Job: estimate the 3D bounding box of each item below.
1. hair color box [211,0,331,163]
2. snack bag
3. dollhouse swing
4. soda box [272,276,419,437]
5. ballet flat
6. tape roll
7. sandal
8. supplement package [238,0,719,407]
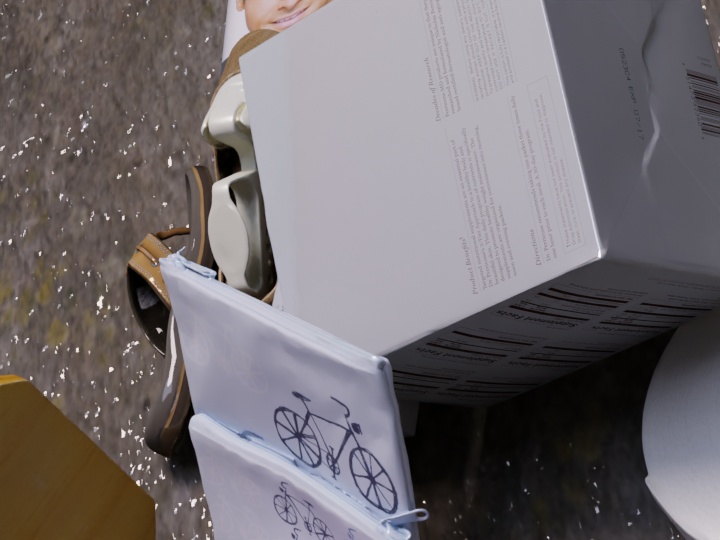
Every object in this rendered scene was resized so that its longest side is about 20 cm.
[{"bbox_3d":[-0.033,-0.140,1.472,0.099,0.061,0.200,-19,44,23],"label":"hair color box"},{"bbox_3d":[-0.032,0.102,1.162,0.021,0.200,0.188,-27,32,-31],"label":"snack bag"},{"bbox_3d":[-0.243,0.162,1.250,0.181,0.200,0.176,-2,54,36],"label":"dollhouse swing"},{"bbox_3d":[0.000,0.000,1.280,0.068,0.063,0.200,-15,47,30],"label":"soda box"},{"bbox_3d":[-0.064,-0.053,1.349,0.068,0.072,0.200,-7,77,28],"label":"ballet flat"},{"bbox_3d":[0.231,0.064,1.105,0.202,0.037,0.203,-20,44,21],"label":"tape roll"},{"bbox_3d":[-0.116,0.019,1.374,0.054,0.082,0.200,8,59,-1],"label":"sandal"},{"bbox_3d":[0.070,-0.052,1.166,0.200,0.147,0.192,-26,67,39],"label":"supplement package"}]
